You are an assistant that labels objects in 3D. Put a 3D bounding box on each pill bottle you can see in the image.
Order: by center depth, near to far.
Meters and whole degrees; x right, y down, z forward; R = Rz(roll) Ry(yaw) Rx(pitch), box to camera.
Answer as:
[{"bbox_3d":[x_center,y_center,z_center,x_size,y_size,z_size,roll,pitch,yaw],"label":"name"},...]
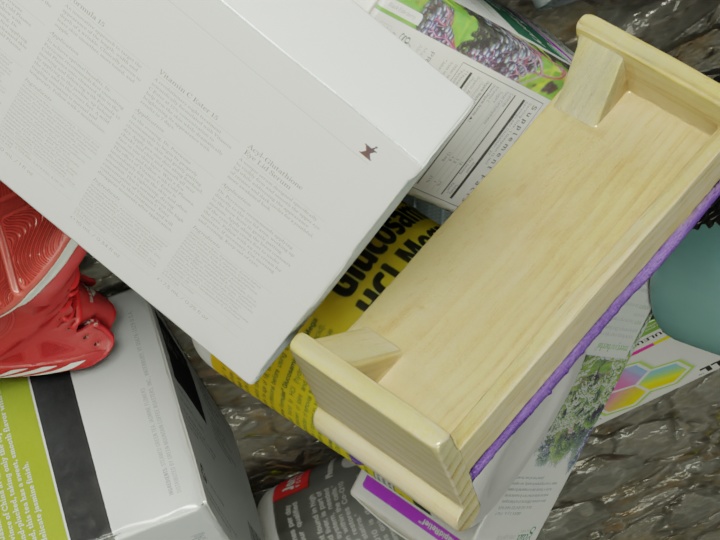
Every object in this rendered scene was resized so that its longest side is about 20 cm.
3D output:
[{"bbox_3d":[-0.005,0.019,1.017,0.113,0.199,0.113,-53,166,-19],"label":"pill bottle"},{"bbox_3d":[0.005,0.170,1.392,0.199,0.115,0.114,-25,152,11],"label":"pill bottle"}]

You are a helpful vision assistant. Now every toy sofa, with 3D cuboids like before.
[{"bbox_3d":[0.071,0.006,0.898,0.200,0.083,0.098,-48,148,-17],"label":"toy sofa"}]

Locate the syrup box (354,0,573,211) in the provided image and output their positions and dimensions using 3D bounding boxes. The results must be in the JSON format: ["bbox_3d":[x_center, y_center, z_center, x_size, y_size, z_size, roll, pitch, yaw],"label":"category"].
[{"bbox_3d":[0.029,-0.082,0.958,0.199,0.079,0.082,19,112,-50],"label":"syrup box"}]

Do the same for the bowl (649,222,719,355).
[{"bbox_3d":[0.253,-0.019,1.137,0.200,0.105,0.202,-33,144,-28],"label":"bowl"}]

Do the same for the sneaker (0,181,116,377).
[{"bbox_3d":[-0.151,-0.004,1.049,0.115,0.079,0.199,-4,162,-42],"label":"sneaker"}]

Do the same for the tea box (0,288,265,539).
[{"bbox_3d":[-0.166,0.134,1.201,0.195,0.135,0.200,-20,152,2],"label":"tea box"}]

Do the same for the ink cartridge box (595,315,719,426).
[{"bbox_3d":[0.161,0.044,1.305,0.147,0.076,0.200,-27,150,14],"label":"ink cartridge box"}]

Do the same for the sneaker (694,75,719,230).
[{"bbox_3d":[0.192,-0.091,1.035,0.199,0.090,0.070,-25,160,-25],"label":"sneaker"}]

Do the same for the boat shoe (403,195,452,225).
[{"bbox_3d":[0.000,0.000,1.129,0.073,0.066,0.201,-39,146,-45],"label":"boat shoe"}]

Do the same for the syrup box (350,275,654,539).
[{"bbox_3d":[0.082,0.049,1.151,0.079,0.081,0.201,9,111,-59],"label":"syrup box"}]

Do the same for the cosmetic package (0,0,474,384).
[{"bbox_3d":[-0.076,-0.070,0.844,0.052,0.200,0.151,-51,180,-43],"label":"cosmetic package"}]

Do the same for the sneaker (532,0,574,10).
[{"bbox_3d":[0.110,-0.163,0.919,0.072,0.071,0.200,-17,173,-15],"label":"sneaker"}]
